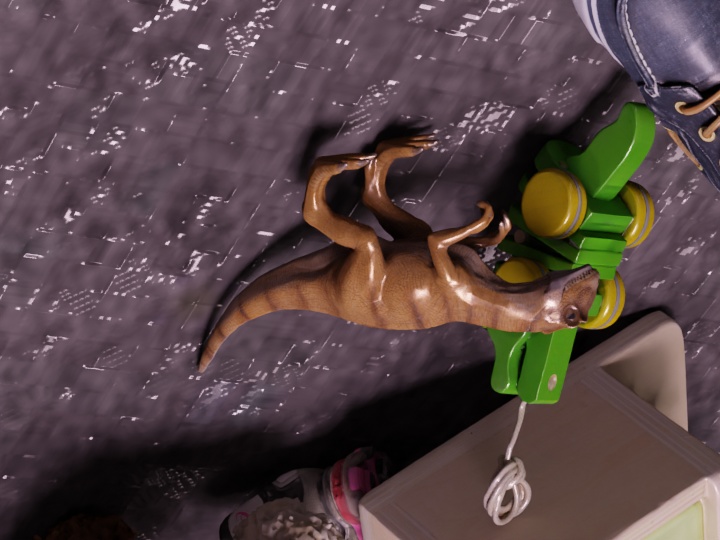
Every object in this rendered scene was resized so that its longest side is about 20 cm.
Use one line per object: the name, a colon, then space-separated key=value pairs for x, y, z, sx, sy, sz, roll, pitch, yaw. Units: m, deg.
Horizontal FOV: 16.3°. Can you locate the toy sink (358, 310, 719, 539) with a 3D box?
toy sink: x=0.114 y=0.135 z=1.209 sx=0.199 sy=0.112 sz=0.131 roll=-30 pitch=134 yaw=-25

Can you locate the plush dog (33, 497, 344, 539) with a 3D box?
plush dog: x=-0.113 y=0.195 z=1.153 sx=0.160 sy=0.202 sz=0.171 roll=21 pitch=159 yaw=-39

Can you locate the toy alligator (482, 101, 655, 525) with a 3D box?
toy alligator: x=0.078 y=0.012 z=1.127 sx=0.059 sy=0.054 sz=0.201 roll=4 pitch=111 yaw=-43

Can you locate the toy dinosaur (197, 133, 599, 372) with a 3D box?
toy dinosaur: x=0.000 y=0.000 z=1.083 sx=0.198 sy=0.060 sz=0.107 roll=-1 pitch=104 yaw=24

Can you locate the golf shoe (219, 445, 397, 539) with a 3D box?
golf shoe: x=0.001 y=0.159 z=1.284 sx=0.091 sy=0.073 sz=0.200 roll=-17 pitch=138 yaw=16

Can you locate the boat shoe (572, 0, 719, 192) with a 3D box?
boat shoe: x=0.161 y=-0.075 z=1.067 sx=0.071 sy=0.091 sz=0.200 roll=-36 pitch=141 yaw=12
